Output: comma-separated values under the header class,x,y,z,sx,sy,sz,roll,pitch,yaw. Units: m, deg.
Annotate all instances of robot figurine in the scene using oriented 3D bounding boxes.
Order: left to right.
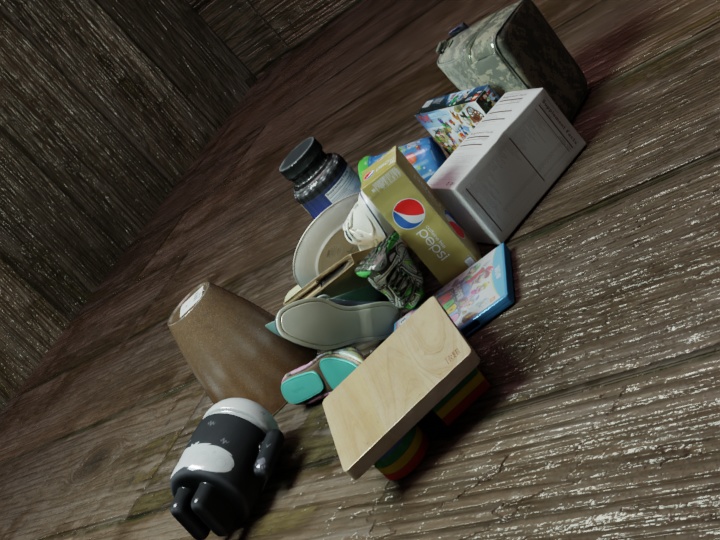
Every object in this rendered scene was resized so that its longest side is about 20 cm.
class,x,y,z,sx,sy,sz,roll,pitch,yaw
robot figurine,-0.184,0.271,1.528,0.201,0.148,0.126,-65,-14,-46

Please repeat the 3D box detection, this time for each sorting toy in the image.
class,x,y,z,sx,sy,sz,roll,pitch,yaw
sorting toy,0.058,0.152,1.336,0.199,0.070,0.200,-44,19,5

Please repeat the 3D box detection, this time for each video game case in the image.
class,x,y,z,sx,sy,sz,roll,pitch,yaw
video game case,0.120,0.057,1.484,0.199,0.018,0.144,-38,19,22

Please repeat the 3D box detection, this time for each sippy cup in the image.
class,x,y,z,sx,sy,sz,roll,pitch,yaw
sippy cup,0.083,-0.152,1.852,0.129,0.139,0.180,-27,58,17

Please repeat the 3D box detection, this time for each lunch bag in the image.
class,x,y,z,sx,sy,sz,roll,pitch,yaw
lunch bag,0.227,-0.298,1.723,0.167,0.200,0.140,-18,30,51

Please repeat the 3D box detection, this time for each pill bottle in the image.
class,x,y,z,sx,sy,sz,roll,pitch,yaw
pill bottle,-0.047,-0.134,1.959,0.111,0.200,0.112,-38,19,16

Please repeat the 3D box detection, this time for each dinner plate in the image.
class,x,y,z,sx,sy,sz,roll,pitch,yaw
dinner plate,-0.016,-0.035,1.742,0.200,0.200,0.024,-44,52,3

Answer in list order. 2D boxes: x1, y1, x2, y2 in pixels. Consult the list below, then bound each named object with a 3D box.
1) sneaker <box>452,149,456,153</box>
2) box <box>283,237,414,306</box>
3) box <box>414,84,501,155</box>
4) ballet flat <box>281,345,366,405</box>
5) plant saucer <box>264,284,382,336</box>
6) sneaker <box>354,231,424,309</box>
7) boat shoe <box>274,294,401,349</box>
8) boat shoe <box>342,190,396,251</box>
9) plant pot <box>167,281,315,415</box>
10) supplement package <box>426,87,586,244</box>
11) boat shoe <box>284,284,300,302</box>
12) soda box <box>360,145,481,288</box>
class,x,y,z,sx,sy,sz,roll,pitch,yaw
sneaker,0.144,-0.110,1.693,0.075,0.081,0.201,-23,30,44
box,0.000,0.000,1.661,0.199,0.021,0.163,-17,-15,-49
box,0.183,-0.217,1.743,0.038,0.137,0.199,-49,18,-15
ballet flat,-0.037,0.144,1.581,0.071,0.070,0.199,-34,7,-42
plant saucer,-0.048,0.065,1.693,0.197,0.036,0.200,-20,-3,-1
sneaker,0.053,0.005,1.536,0.078,0.085,0.200,-45,-15,5
boat shoe,-0.037,0.071,1.566,0.197,0.076,0.062,-7,0,-31
boat shoe,0.009,-0.064,1.632,0.069,0.072,0.200,-29,-12,-2
plant pot,-0.204,0.118,1.764,0.186,0.200,0.188,-39,19,16
supplement package,0.205,-0.149,1.589,0.200,0.114,0.109,-48,19,-12
boat shoe,-0.050,0.029,1.845,0.200,0.073,0.065,-42,27,27
soda box,0.086,-0.071,1.541,0.064,0.200,0.068,-35,20,17
